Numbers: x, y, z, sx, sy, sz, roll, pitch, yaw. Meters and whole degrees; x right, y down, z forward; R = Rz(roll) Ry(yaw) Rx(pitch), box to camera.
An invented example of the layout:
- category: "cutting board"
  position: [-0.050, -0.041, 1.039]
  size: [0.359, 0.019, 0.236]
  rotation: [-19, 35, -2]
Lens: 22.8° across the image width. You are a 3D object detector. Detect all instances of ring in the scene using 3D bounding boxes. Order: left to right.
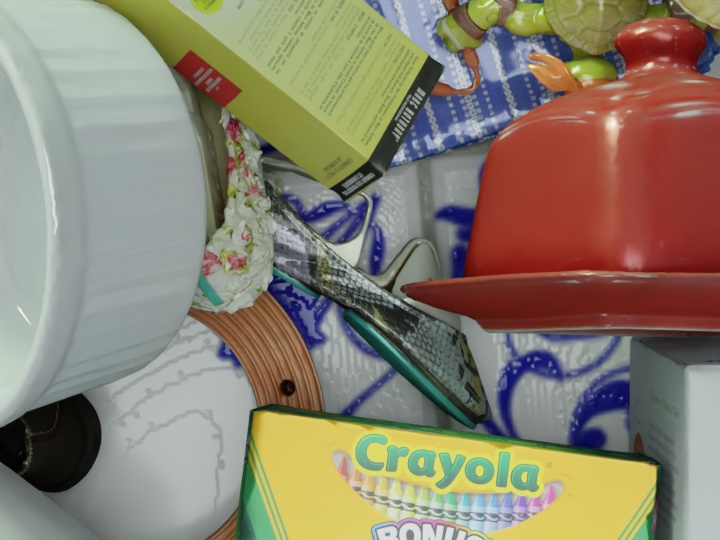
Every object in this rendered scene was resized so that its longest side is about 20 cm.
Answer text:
- category: "ring"
  position: [-0.113, 0.083, 0.925]
  size: [0.198, 0.019, 0.203]
  rotation: [0, 91, 10]

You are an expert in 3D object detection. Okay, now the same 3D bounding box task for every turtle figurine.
- category: "turtle figurine"
  position: [0.106, -0.151, 0.891]
  size: [0.197, 0.064, 0.163]
  rotation: [1, 91, 1]

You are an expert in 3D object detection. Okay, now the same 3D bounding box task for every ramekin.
- category: "ramekin"
  position: [-0.159, -0.033, 0.816]
  size: [0.097, 0.199, 0.203]
  rotation: [-10, 95, -44]

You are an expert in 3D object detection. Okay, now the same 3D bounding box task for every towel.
- category: "towel"
  position: [0.077, -0.147, 0.932]
  size: [0.198, 0.024, 0.146]
  rotation: [-18, 93, -1]

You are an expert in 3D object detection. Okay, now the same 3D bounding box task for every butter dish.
- category: "butter dish"
  position: [0.141, -0.044, 0.838]
  size: [0.197, 0.200, 0.150]
  rotation: [3, 86, -23]

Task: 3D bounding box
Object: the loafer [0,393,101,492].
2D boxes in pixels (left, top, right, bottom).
- category: "loafer"
  position: [-0.219, 0.039, 0.898]
  size: [0.199, 0.071, 0.073]
  rotation: [33, 96, 8]

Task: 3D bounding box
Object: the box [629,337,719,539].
- category: "box"
  position: [0.197, 0.138, 0.886]
  size: [0.105, 0.152, 0.203]
  rotation: [0, 94, -1]

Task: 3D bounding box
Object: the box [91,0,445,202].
- category: "box"
  position: [-0.059, -0.123, 0.841]
  size: [0.199, 0.050, 0.076]
  rotation: [37, 61, -14]

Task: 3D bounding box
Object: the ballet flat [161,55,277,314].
- category: "ballet flat"
  position: [-0.085, -0.076, 0.870]
  size: [0.075, 0.064, 0.202]
  rotation: [-23, 66, 13]

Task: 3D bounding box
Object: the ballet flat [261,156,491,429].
- category: "ballet flat"
  position: [0.000, 0.000, 0.914]
  size: [0.199, 0.072, 0.072]
  rotation: [36, 92, -4]

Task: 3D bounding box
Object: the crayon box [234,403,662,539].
- category: "crayon box"
  position: [0.039, 0.137, 0.863]
  size: [0.197, 0.058, 0.120]
  rotation: [7, 89, 4]

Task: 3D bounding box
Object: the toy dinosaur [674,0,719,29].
- category: "toy dinosaur"
  position: [0.188, -0.130, 0.845]
  size: [0.100, 0.058, 0.201]
  rotation: [-13, 61, -34]

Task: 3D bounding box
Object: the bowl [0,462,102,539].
- category: "bowl"
  position: [-0.200, 0.153, 0.874]
  size: [0.199, 0.200, 0.075]
  rotation: [37, 53, -2]
